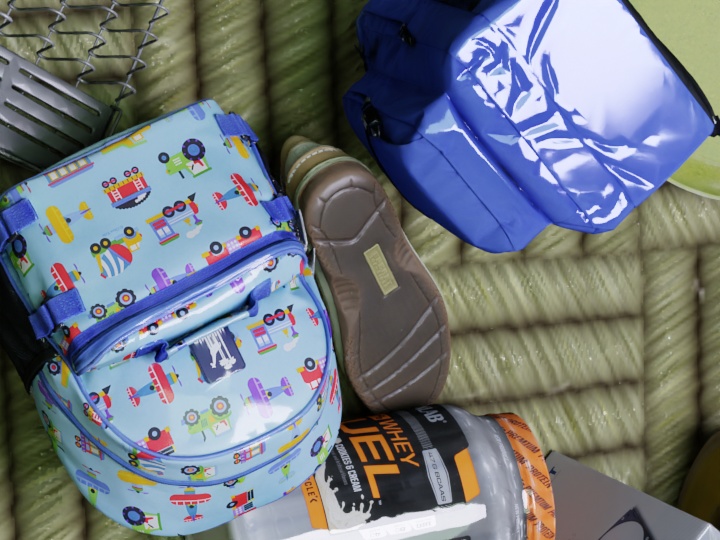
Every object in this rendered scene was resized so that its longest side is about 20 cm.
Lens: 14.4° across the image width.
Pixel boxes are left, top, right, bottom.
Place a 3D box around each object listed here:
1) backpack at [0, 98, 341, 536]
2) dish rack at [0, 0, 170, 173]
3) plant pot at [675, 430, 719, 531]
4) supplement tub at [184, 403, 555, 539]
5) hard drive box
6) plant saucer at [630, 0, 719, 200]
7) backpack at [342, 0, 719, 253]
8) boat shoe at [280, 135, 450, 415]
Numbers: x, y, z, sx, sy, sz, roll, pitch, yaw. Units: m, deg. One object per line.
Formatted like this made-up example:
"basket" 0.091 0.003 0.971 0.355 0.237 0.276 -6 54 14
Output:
"backpack" -0.100 0.034 1.558 0.182 0.135 0.201 -22 74 -19
"dish rack" -0.166 -0.160 1.567 0.153 0.054 0.201 29 76 -24
"plant pot" 0.298 0.184 1.769 0.188 0.201 0.202 17 92 -10
"supplement tub" 0.005 0.147 1.661 0.199 0.122 0.123 -10 102 -19
"hard drive box" 0.137 0.209 1.689 0.077 0.200 0.156 42 81 -23
"plant saucer" 0.238 -0.143 1.732 0.199 0.031 0.201 1 99 6
"backpack" 0.075 -0.111 1.614 0.167 0.200 0.163 -37 113 -3
"boat shoe" 0.000 0.000 1.668 0.071 0.076 0.201 -28 131 -14
